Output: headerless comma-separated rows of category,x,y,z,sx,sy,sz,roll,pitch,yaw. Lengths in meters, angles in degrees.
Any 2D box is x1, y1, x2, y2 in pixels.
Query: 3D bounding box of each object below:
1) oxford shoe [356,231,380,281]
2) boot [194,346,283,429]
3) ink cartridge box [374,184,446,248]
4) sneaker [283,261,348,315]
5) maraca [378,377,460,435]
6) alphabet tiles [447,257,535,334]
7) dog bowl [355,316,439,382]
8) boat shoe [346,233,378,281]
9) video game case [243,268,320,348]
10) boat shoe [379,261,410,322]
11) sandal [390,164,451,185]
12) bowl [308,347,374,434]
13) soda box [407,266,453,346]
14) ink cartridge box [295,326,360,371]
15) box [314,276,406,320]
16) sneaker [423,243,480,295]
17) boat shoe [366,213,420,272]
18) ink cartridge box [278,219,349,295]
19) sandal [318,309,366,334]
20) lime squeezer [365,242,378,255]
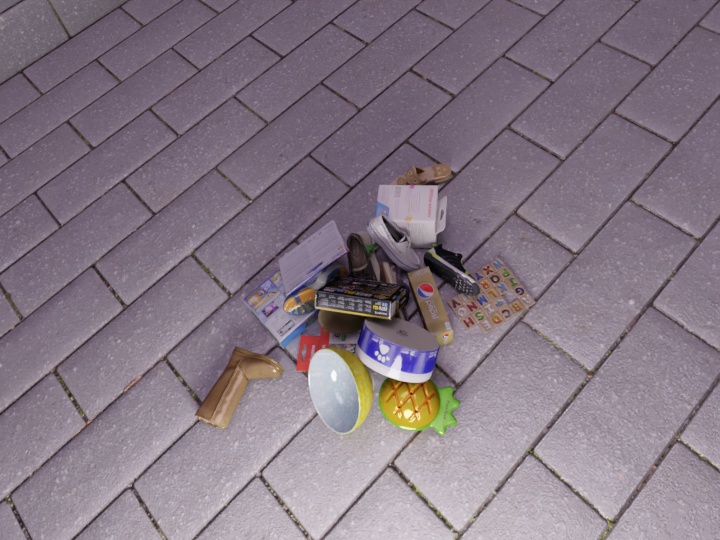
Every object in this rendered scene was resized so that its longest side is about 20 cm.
oxford shoe,0.016,-0.011,1.722,0.072,0.058,0.206,-8,62,0
boot,-0.304,0.309,1.572,0.170,0.067,0.204,10,58,31
ink cartridge box,0.146,-0.150,1.746,0.193,0.127,0.132,3,57,11
sneaker,-0.127,0.044,1.662,0.197,0.077,0.088,-32,41,-13
maraca,0.138,0.312,1.463,0.193,0.108,0.141,13,66,8
alphabet tiles,0.336,0.071,1.641,0.196,0.008,0.169,-29,57,-9
dog bowl,0.089,0.184,1.483,0.196,0.199,0.081,24,105,23
boat shoe,0.000,0.000,1.638,0.071,0.065,0.206,-20,84,9
video game case,-0.195,0.083,1.706,0.199,0.046,0.181,-39,61,-15
boat shoe,0.103,0.059,1.652,0.063,0.073,0.204,-10,53,-10
sandal,0.172,-0.290,1.856,0.205,0.070,0.079,-18,55,-2
bowl,-0.028,0.276,1.491,0.105,0.204,0.200,-13,47,-40
soda box,0.182,0.095,1.616,0.062,0.068,0.205,-16,56,-1
ink cartridge box,-0.071,0.205,1.601,0.192,0.051,0.112,0,56,9
box,0.003,0.065,1.534,0.193,0.051,0.160,7,16,16
sneaker,0.256,-0.014,1.667,0.082,0.073,0.199,-40,55,-19
boat shoe,0.102,-0.073,1.671,0.065,0.199,0.075,-31,31,37
ink cartridge box,-0.123,-0.027,1.638,0.194,0.044,0.201,-35,31,5
sandal,-0.018,0.122,1.600,0.205,0.069,0.081,-7,82,-21
lime squeezer,-0.011,-0.069,1.702,0.192,0.038,0.073,-2,63,6
